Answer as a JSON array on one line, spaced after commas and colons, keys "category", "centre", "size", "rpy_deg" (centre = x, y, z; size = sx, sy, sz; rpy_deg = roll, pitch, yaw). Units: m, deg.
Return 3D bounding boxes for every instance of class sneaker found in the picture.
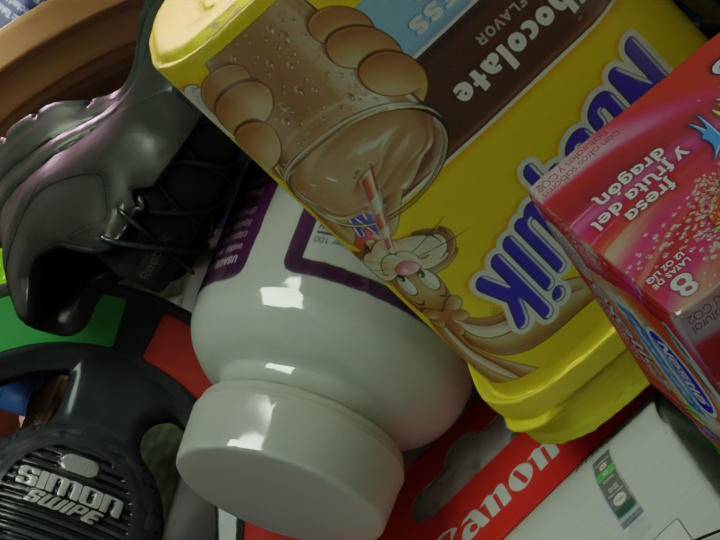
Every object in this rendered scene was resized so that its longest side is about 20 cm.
[{"category": "sneaker", "centre": [-0.069, -0.043, 0.913], "size": [0.200, 0.076, 0.091], "rpy_deg": [-41, 42, 37]}]

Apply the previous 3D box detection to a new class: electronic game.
[{"category": "electronic game", "centre": [-0.117, 0.098, 0.946], "size": [0.042, 0.200, 0.200], "rpy_deg": [110, 179, -68]}]

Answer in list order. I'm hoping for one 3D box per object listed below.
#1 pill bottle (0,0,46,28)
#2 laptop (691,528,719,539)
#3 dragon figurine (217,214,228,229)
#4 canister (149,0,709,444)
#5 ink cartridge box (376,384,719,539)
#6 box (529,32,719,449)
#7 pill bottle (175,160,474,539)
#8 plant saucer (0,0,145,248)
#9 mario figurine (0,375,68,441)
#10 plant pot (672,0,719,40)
[{"category": "pill bottle", "centre": [-0.142, -0.127, 1.199], "size": [0.200, 0.120, 0.120], "rpy_deg": [-53, 35, 0]}, {"category": "laptop", "centre": [0.103, 0.122, 0.643], "size": [0.187, 0.116, 0.200], "rpy_deg": [-21, 46, -5]}, {"category": "dragon figurine", "centre": [-0.043, -0.063, 1.051], "size": [0.200, 0.099, 0.059], "rpy_deg": [-41, 38, 17]}, {"category": "canister", "centre": [0.045, -0.056, 0.825], "size": [0.149, 0.200, 0.087], "rpy_deg": [-42, 23, 11]}, {"category": "ink cartridge box", "centre": [0.053, 0.104, 0.850], "size": [0.161, 0.050, 0.200], "rpy_deg": [-45, 38, 11]}, {"category": "box", "centre": [0.168, -0.036, 0.754], "size": [0.200, 0.100, 0.095], "rpy_deg": [-39, 37, -4]}, {"category": "pill bottle", "centre": [0.000, 0.000, 0.937], "size": [0.112, 0.112, 0.200], "rpy_deg": [-7, 54, 46]}, {"category": "plant saucer", "centre": [-0.122, -0.069, 1.090], "size": [0.200, 0.200, 0.032], "rpy_deg": [-39, 72, 19]}, {"category": "mario figurine", "centre": [-0.196, 0.053, 1.083], "size": [0.106, 0.124, 0.200], "rpy_deg": [-19, 14, -29]}, {"category": "plant pot", "centre": [0.087, -0.191, 0.937], "size": [0.200, 0.200, 0.180], "rpy_deg": [0, 68, 49]}]
